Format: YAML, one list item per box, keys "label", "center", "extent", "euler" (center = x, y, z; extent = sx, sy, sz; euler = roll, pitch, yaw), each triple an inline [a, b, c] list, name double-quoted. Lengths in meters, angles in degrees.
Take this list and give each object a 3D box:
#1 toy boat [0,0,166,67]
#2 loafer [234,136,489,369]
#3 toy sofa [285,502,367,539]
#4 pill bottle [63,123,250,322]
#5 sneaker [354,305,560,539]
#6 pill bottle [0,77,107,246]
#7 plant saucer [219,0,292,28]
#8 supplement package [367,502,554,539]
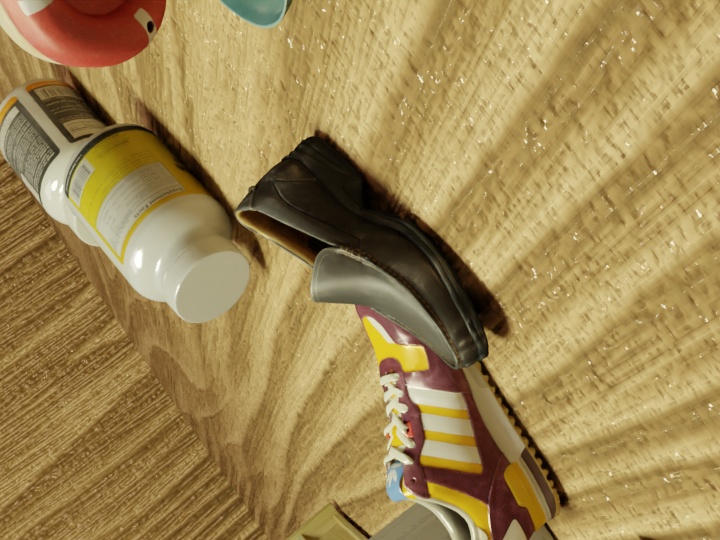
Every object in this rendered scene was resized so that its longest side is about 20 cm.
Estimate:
- label: "toy boat"
  center: [-0.175, -0.224, 0.851]
  extent: [0.130, 0.131, 0.201]
  euler: [9, 140, 29]
- label: "loafer"
  center: [0.000, 0.000, 0.816]
  extent: [0.200, 0.072, 0.073]
  euler: [43, 160, 38]
- label: "toy sofa"
  center: [-0.008, 0.371, 1.629]
  extent: [0.098, 0.083, 0.200]
  euler: [56, 166, -21]
- label: "pill bottle"
  center: [-0.188, -0.043, 1.251]
  extent: [0.200, 0.112, 0.113]
  euler: [45, 162, 35]
- label: "sneaker"
  center: [0.042, 0.100, 0.862]
  extent: [0.201, 0.090, 0.075]
  euler: [54, 165, 5]
- label: "pill bottle"
  center: [-0.325, -0.122, 1.508]
  extent: [0.200, 0.116, 0.117]
  euler: [46, 163, 35]
- label: "plant saucer"
  center: [-0.087, -0.223, 0.705]
  extent: [0.201, 0.027, 0.201]
  euler: [51, 165, 18]
- label: "supplement package"
  center: [0.041, 0.243, 0.958]
  extent: [0.110, 0.199, 0.114]
  euler: [55, 166, 1]
